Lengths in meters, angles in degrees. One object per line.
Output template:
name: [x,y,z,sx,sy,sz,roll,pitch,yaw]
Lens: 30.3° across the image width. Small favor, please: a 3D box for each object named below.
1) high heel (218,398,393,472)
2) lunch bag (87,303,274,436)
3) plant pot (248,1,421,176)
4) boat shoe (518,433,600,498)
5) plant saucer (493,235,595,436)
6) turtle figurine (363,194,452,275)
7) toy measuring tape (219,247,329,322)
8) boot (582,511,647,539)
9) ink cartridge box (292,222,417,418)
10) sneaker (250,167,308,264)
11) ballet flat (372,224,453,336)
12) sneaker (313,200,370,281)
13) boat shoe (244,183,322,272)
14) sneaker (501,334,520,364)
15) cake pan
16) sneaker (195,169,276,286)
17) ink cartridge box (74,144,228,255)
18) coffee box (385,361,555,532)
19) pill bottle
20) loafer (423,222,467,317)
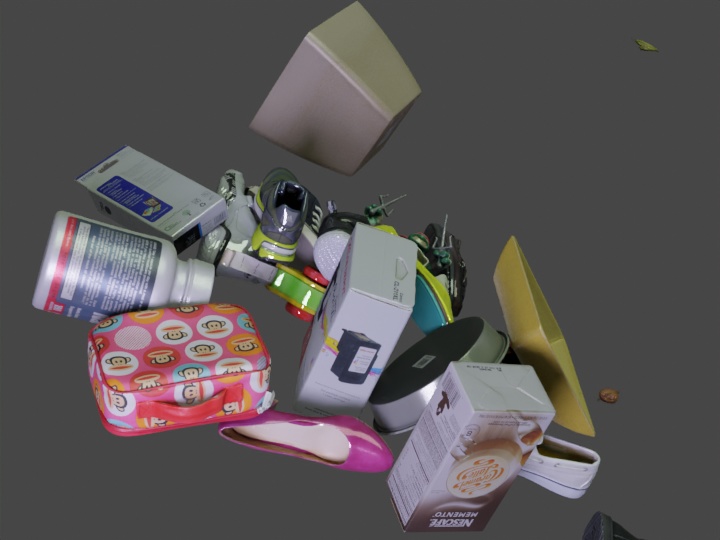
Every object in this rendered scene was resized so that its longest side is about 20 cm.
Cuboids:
high heel: [-0.063,0.196,1.515,0.198,0.068,0.096,25,23,9]
lunch bag: [-0.200,0.114,1.490,0.198,0.083,0.176,-7,31,-18]
plant pot: [-0.024,-0.269,2.090,0.177,0.200,0.200,40,34,3]
boat shoe: [0.208,0.212,1.660,0.200,0.087,0.075,24,33,-3]
plant saucer: [0.225,0.090,1.683,0.201,0.048,0.201,59,14,-34]
turtle figurine: [0.057,-0.017,1.867,0.148,0.101,0.200,21,46,21]
toy measuring tape: [-0.091,0.020,1.713,0.199,0.074,0.074,25,25,-45]
boot: [0.356,0.382,1.554,0.198,0.066,0.165,28,35,-4]
ink cartridge box: [-0.007,0.066,1.617,0.082,0.201,0.146,19,34,-9]
sneaker: [-0.096,-0.088,1.744,0.073,0.081,0.201,19,28,-15]
ballet flat: [0.076,0.011,1.761,0.067,0.067,0.200,-20,57,-37]
sneaker: [0.000,0.000,1.735,0.075,0.201,0.114,-18,38,15]
boat shoe: [-0.076,-0.060,1.857,0.092,0.075,0.200,-18,51,-37]
sneaker: [0.175,0.121,1.789,0.198,0.070,0.090,12,29,-27]
cake pan: [0.089,0.123,1.613,0.037,0.199,0.201,54,32,-12]
sneaker: [-0.154,-0.052,1.804,0.114,0.076,0.201,19,39,-10]
ink cartridge box: [-0.278,-0.095,1.758,0.199,0.039,0.099,30,54,32]
coffee box: [0.122,0.203,1.512,0.113,0.201,0.080,5,39,-27]
pill bottle: [-0.281,0.011,1.589,0.198,0.120,0.120,16,34,-14]
loafer: [0.132,0.000,1.922,0.062,0.072,0.201,18,31,-18]
